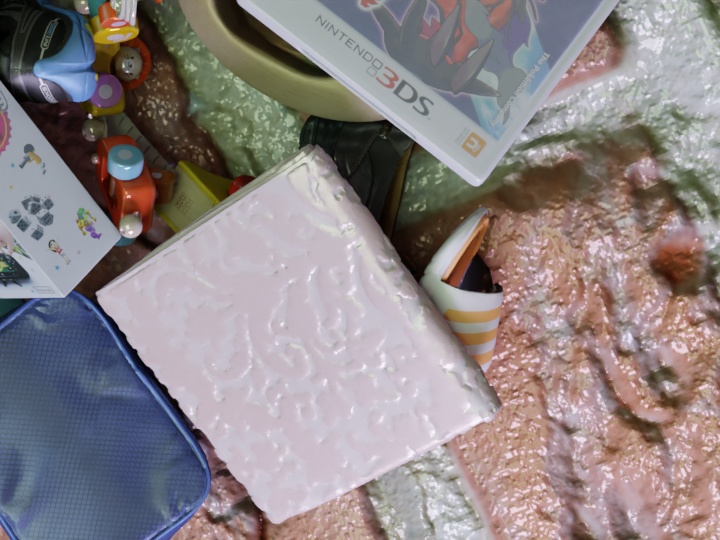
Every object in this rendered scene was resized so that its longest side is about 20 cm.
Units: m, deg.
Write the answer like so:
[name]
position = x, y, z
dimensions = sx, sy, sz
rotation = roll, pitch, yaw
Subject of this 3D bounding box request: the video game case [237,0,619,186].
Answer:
[video game case]
position = 0.057, -0.183, 1.157
dimensions = 0.182, 0.023, 0.200
rotation = 37, 83, -2

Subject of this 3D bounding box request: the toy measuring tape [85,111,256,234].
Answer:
[toy measuring tape]
position = -0.102, -0.050, 1.287
dimensions = 0.200, 0.073, 0.074
rotation = 46, 113, 27

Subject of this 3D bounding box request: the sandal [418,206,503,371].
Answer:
[sandal]
position = 0.054, 0.054, 1.246
dimensions = 0.059, 0.079, 0.207
rotation = 28, 118, 11

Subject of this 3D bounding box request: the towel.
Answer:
[towel]
position = -0.039, 0.045, 1.214
dimensions = 0.191, 0.032, 0.200
rotation = -30, 102, 30

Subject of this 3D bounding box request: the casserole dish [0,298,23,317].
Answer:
[casserole dish]
position = -0.291, 0.090, 1.379
dimensions = 0.121, 0.039, 0.201
rotation = 2, 104, 17

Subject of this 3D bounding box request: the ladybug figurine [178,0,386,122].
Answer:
[ladybug figurine]
position = -0.023, -0.170, 1.216
dimensions = 0.200, 0.072, 0.136
rotation = 33, 109, 8

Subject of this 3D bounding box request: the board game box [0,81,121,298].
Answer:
[board game box]
position = -0.260, -0.074, 1.204
dimensions = 0.147, 0.064, 0.200
rotation = -2, 131, 51

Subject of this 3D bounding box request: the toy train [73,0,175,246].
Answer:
[toy train]
position = -0.140, -0.123, 1.223
dimensions = 0.055, 0.150, 0.200
rotation = -8, 132, -21

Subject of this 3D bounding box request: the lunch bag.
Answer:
[lunch bag]
position = -0.187, 0.117, 1.299
dimensions = 0.136, 0.132, 0.200
rotation = -34, 92, -7

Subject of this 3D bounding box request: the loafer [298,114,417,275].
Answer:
[loafer]
position = 0.000, 0.000, 1.251
dimensions = 0.072, 0.073, 0.201
rotation = 2, 104, 12

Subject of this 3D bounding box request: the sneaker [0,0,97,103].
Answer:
[sneaker]
position = -0.235, -0.143, 1.247
dimensions = 0.199, 0.082, 0.071
rotation = 22, 114, 59
